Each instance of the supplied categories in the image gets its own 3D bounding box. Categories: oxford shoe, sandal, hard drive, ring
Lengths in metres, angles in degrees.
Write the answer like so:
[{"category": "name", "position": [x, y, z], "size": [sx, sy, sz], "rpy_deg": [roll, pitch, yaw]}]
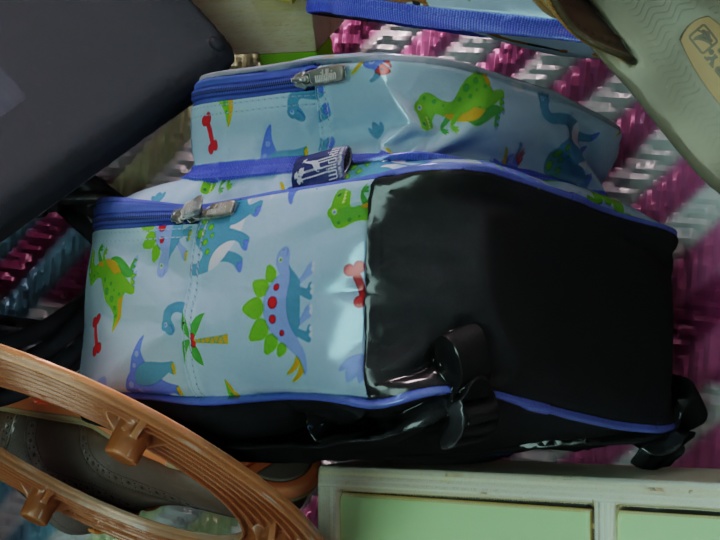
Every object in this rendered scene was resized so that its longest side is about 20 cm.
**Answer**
[{"category": "oxford shoe", "position": [-0.098, 0.082, 0.891], "size": [0.200, 0.071, 0.073], "rpy_deg": [16, 115, 37]}, {"category": "sandal", "position": [0.082, -0.101, 0.657], "size": [0.080, 0.054, 0.200], "rpy_deg": [-44, 80, 28]}, {"category": "hard drive", "position": [-0.152, -0.080, 0.725], "size": [0.140, 0.200, 0.033], "rpy_deg": [47, 137, 1]}, {"category": "ring", "position": [-0.106, 0.077, 0.776], "size": [0.200, 0.200, 0.019], "rpy_deg": [12, 66, 31]}]

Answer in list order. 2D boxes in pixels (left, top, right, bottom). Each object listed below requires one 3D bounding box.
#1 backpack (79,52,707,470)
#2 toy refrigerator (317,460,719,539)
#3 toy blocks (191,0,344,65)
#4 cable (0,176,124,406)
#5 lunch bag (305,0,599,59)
[{"category": "backpack", "position": [0.000, 0.000, 0.761], "size": [0.200, 0.183, 0.148], "rpy_deg": [-6, 79, 39]}, {"category": "toy refrigerator", "position": [0.082, 0.113, 0.771], "size": [0.199, 0.070, 0.076], "rpy_deg": [0, 89, 31]}, {"category": "toy blocks", "position": [-0.085, -0.164, 0.819], "size": [0.136, 0.100, 0.201], "rpy_deg": [-1, 110, 14]}, {"category": "cable", "position": [-0.185, -0.005, 0.892], "size": [0.163, 0.199, 0.051], "rpy_deg": [-112, 23, -50]}, {"category": "lunch bag", "position": [0.078, -0.164, 0.749], "size": [0.199, 0.124, 0.171], "rpy_deg": [9, 96, 24]}]
